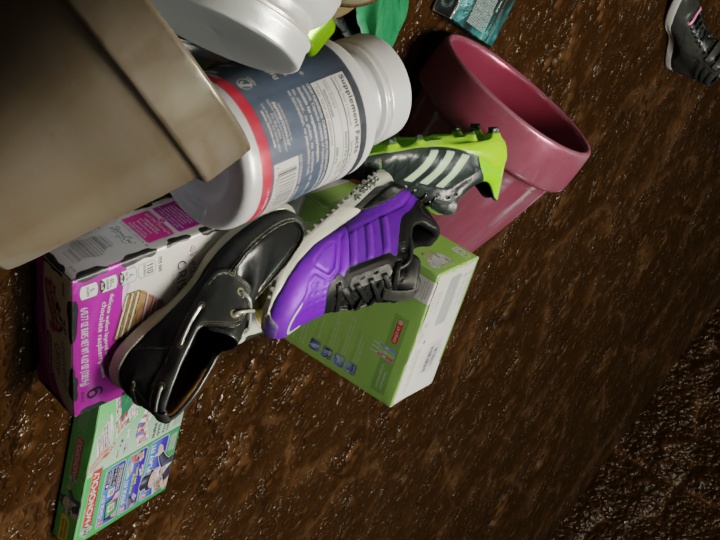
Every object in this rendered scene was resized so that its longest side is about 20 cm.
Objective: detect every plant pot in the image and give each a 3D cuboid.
[{"bbox_3d":[-0.194,-0.100,0.888,0.173,0.200,0.200,-40,154,-5],"label":"plant pot"},{"bbox_3d":[0.115,-0.118,1.493,0.180,0.200,0.199,-51,160,19],"label":"plant pot"}]

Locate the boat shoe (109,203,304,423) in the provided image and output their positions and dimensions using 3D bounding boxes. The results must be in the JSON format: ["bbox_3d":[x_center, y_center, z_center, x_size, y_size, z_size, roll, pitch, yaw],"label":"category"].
[{"bbox_3d":[-0.108,0.033,1.121,0.200,0.067,0.072,-48,145,-11],"label":"boat shoe"}]

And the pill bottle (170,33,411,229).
[{"bbox_3d":[-0.057,-0.121,1.127,0.199,0.119,0.121,-28,142,-40],"label":"pill bottle"}]

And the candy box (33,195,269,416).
[{"bbox_3d":[-0.165,0.018,1.152,0.198,0.061,0.138,-24,136,-36],"label":"candy box"}]

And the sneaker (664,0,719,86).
[{"bbox_3d":[0.518,-0.357,2.136,0.071,0.099,0.201,-50,154,-17],"label":"sneaker"}]

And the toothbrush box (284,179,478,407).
[{"bbox_3d":[-0.007,0.011,1.354,0.086,0.199,0.147,-23,137,-56],"label":"toothbrush box"}]

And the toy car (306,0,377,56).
[{"bbox_3d":[-0.044,-0.257,1.106,0.165,0.157,0.200,-50,-176,-7],"label":"toy car"}]

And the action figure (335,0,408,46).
[{"bbox_3d":[0.012,-0.240,1.278,0.119,0.054,0.201,-61,168,-24],"label":"action figure"}]

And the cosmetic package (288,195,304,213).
[{"bbox_3d":[-0.088,-0.079,1.272,0.082,0.050,0.202,-2,119,-59],"label":"cosmetic package"}]

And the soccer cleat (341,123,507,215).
[{"bbox_3d":[0.054,-0.091,1.327,0.197,0.067,0.082,-7,105,-28],"label":"soccer cleat"}]

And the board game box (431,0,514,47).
[{"bbox_3d":[0.153,-0.345,1.487,0.202,0.028,0.135,-63,157,7],"label":"board game box"}]

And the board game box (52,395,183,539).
[{"bbox_3d":[-0.214,0.145,1.300,0.134,0.029,0.202,-26,140,-52],"label":"board game box"}]

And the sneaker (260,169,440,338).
[{"bbox_3d":[0.000,0.000,1.211,0.200,0.099,0.070,-46,167,-32],"label":"sneaker"}]

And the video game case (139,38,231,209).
[{"bbox_3d":[-0.166,-0.114,1.112,0.199,0.017,0.145,2,116,-64],"label":"video game case"}]

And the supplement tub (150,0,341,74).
[{"bbox_3d":[-0.058,-0.248,0.931,0.202,0.139,0.140,-68,157,-5],"label":"supplement tub"}]
